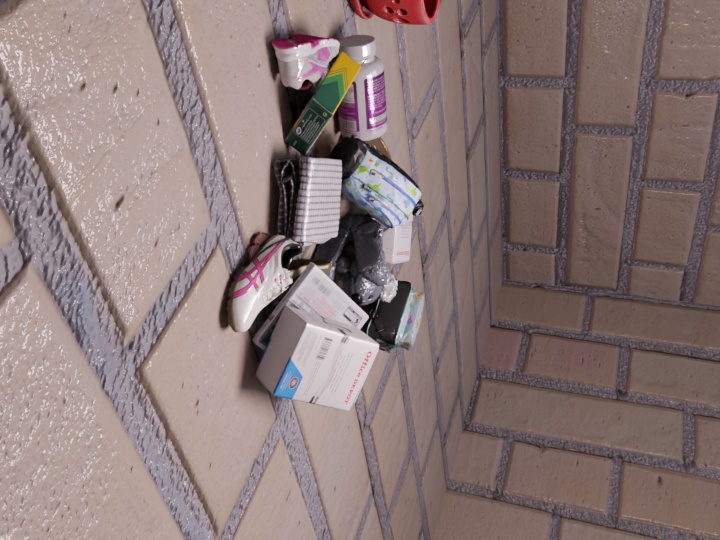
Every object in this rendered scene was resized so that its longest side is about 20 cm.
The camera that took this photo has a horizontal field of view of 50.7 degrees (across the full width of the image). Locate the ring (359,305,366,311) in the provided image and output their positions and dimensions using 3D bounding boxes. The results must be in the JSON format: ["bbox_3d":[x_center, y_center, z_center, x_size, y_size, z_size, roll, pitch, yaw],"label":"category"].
[{"bbox_3d":[-0.013,0.037,1.887,0.200,0.019,0.206,8,90,-70],"label":"ring"}]

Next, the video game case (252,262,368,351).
[{"bbox_3d":[-0.092,0.111,1.471,0.183,0.023,0.200,-52,133,-8],"label":"video game case"}]

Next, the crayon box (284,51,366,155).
[{"bbox_3d":[-0.066,-0.330,1.461,0.126,0.051,0.202,-46,-166,47],"label":"crayon box"}]

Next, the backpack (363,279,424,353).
[{"bbox_3d":[0.081,0.123,1.961,0.200,0.150,0.180,125,-19,-72],"label":"backpack"}]

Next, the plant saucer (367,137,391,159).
[{"bbox_3d":[0.013,-0.235,1.758,0.198,0.029,0.206,17,69,-50],"label":"plant saucer"}]

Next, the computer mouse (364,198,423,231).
[{"bbox_3d":[0.053,-0.112,1.772,0.139,0.196,0.054,-130,-160,-77],"label":"computer mouse"}]

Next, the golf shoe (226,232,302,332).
[{"bbox_3d":[-0.168,0.019,1.322,0.073,0.090,0.203,72,32,-53],"label":"golf shoe"}]

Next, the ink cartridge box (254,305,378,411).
[{"bbox_3d":[-0.079,0.169,1.435,0.198,0.084,0.149,22,97,-43],"label":"ink cartridge box"}]

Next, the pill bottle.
[{"bbox_3d":[-0.001,-0.394,1.634,0.113,0.109,0.204,-56,148,-52],"label":"pill bottle"}]

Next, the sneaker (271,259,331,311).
[{"bbox_3d":[-0.122,0.032,1.502,0.199,0.066,0.092,-15,112,-64],"label":"sneaker"}]

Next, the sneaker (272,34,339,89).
[{"bbox_3d":[-0.102,-0.386,1.411,0.199,0.080,0.090,-37,136,-56],"label":"sneaker"}]

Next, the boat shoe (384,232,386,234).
[{"bbox_3d":[0.033,-0.098,1.859,0.076,0.060,0.203,86,21,-56],"label":"boat shoe"}]

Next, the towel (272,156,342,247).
[{"bbox_3d":[-0.103,-0.137,1.475,0.200,0.083,0.170,-22,119,-70],"label":"towel"}]

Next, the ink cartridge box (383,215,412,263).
[{"bbox_3d":[0.082,-0.129,2.004,0.146,0.084,0.206,-9,106,-70],"label":"ink cartridge box"}]

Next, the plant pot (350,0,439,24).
[{"bbox_3d":[0.075,-0.646,1.662,0.200,0.178,0.206,7,90,-70],"label":"plant pot"}]

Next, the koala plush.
[{"bbox_3d":[0.000,0.000,1.696,0.202,0.173,0.187,69,23,-46],"label":"koala plush"}]

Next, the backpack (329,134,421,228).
[{"bbox_3d":[0.034,-0.183,1.617,0.163,0.196,0.158,12,-96,68],"label":"backpack"}]
